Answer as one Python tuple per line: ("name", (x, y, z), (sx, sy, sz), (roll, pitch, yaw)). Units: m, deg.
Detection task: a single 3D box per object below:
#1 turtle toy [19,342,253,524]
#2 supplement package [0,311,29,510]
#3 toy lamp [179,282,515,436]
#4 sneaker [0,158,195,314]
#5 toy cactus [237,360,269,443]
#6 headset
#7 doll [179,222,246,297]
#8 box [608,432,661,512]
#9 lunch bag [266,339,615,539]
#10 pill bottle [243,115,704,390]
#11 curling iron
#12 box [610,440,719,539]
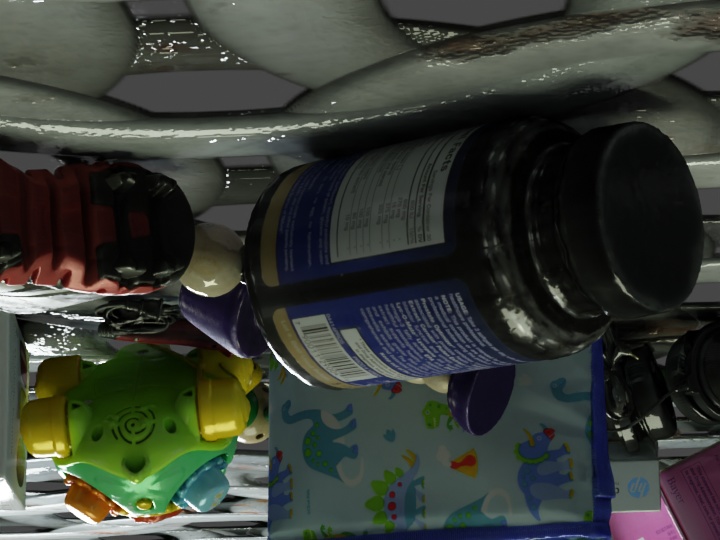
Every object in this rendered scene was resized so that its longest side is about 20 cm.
("turtle toy", (-0.138, 0.104, 1.692), (0.145, 0.102, 0.200), (-6, -163, 2))
("supplement package", (-0.269, 0.088, 1.644), (0.109, 0.114, 0.200), (1, 170, -4))
("toy lamp", (-0.012, 0.038, 1.436), (0.199, 0.058, 0.058), (20, 180, 29))
("sneaker", (-0.180, -0.019, 1.234), (0.200, 0.071, 0.098), (7, 164, -40))
("toy cactus", (-0.054, 0.112, 1.870), (0.199, 0.103, 0.165), (-2, -178, -42))
("headset", (0.201, 0.062, 1.689), (0.123, 0.094, 0.200), (-19, 178, 30))
("doll", (0.000, 0.000, 1.389), (0.199, 0.049, 0.136), (1, -170, -2))
("box", (0.130, 0.119, 1.808), (0.155, 0.041, 0.200), (-2, -165, 6))
("lunch bag", (0.053, 0.080, 1.488), (0.199, 0.171, 0.127), (-11, 164, 35))
("pill bottle", (0.052, -0.010, 1.198), (0.199, 0.112, 0.112), (-10, 165, 39))
("curling iron", (-0.084, 0.041, 1.642), (0.049, 0.026, 0.199), (-8, 167, 44))
("box", (0.296, 0.159, 1.886), (0.199, 0.097, 0.176), (-26, 173, -13))
